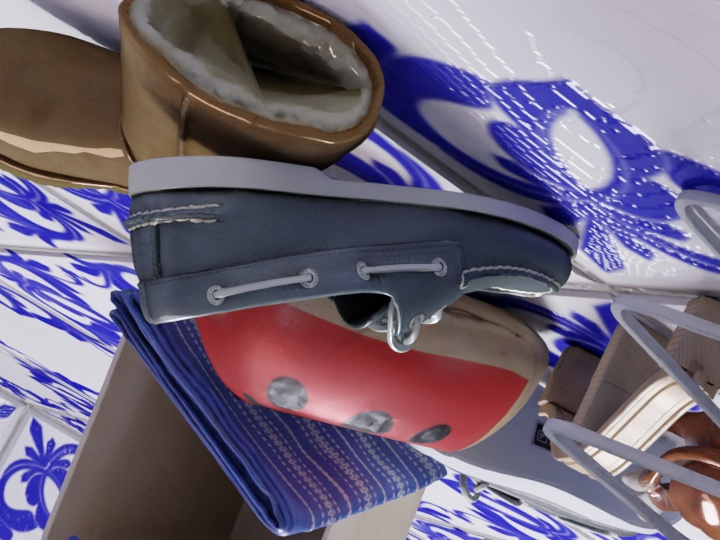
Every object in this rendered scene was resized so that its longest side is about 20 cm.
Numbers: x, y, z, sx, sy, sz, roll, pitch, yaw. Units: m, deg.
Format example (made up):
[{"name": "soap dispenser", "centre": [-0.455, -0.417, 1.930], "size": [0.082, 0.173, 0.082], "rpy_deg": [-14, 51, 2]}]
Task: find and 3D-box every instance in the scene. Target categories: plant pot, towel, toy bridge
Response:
[{"name": "plant pot", "centre": [-0.058, 0.140, 1.274], "size": [0.199, 0.201, 0.177], "rpy_deg": [20, 178, 29]}, {"name": "towel", "centre": [-0.034, 0.059, 0.953], "size": [0.145, 0.024, 0.200], "rpy_deg": [53, -160, 13]}, {"name": "toy bridge", "centre": [0.113, 0.057, 0.828], "size": [0.027, 0.067, 0.200], "rpy_deg": [29, 168, -5]}]

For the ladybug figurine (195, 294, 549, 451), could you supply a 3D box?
[{"name": "ladybug figurine", "centre": [0.001, 0.039, 0.887], "size": [0.199, 0.072, 0.135], "rpy_deg": [18, 174, -38]}]

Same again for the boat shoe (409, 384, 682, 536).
[{"name": "boat shoe", "centre": [0.078, 0.088, 1.010], "size": [0.198, 0.074, 0.068], "rpy_deg": [21, 155, -13]}]

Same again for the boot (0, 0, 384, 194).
[{"name": "boot", "centre": [-0.087, -0.075, 0.749], "size": [0.174, 0.067, 0.200], "rpy_deg": [17, 169, -6]}]

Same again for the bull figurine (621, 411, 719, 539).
[{"name": "bull figurine", "centre": [0.206, 0.117, 0.874], "size": [0.200, 0.065, 0.121], "rpy_deg": [34, 166, -26]}]

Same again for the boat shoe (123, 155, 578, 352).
[{"name": "boat shoe", "centre": [0.000, 0.000, 0.722], "size": [0.199, 0.062, 0.073], "rpy_deg": [8, 169, -36]}]

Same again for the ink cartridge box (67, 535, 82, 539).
[{"name": "ink cartridge box", "centre": [-0.013, 0.161, 0.592], "size": [0.200, 0.044, 0.094], "rpy_deg": [37, 172, -19]}]

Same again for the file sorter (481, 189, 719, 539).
[{"name": "file sorter", "centre": [0.131, 0.091, 0.635], "size": [0.124, 0.201, 0.139], "rpy_deg": [20, 166, 47]}]
